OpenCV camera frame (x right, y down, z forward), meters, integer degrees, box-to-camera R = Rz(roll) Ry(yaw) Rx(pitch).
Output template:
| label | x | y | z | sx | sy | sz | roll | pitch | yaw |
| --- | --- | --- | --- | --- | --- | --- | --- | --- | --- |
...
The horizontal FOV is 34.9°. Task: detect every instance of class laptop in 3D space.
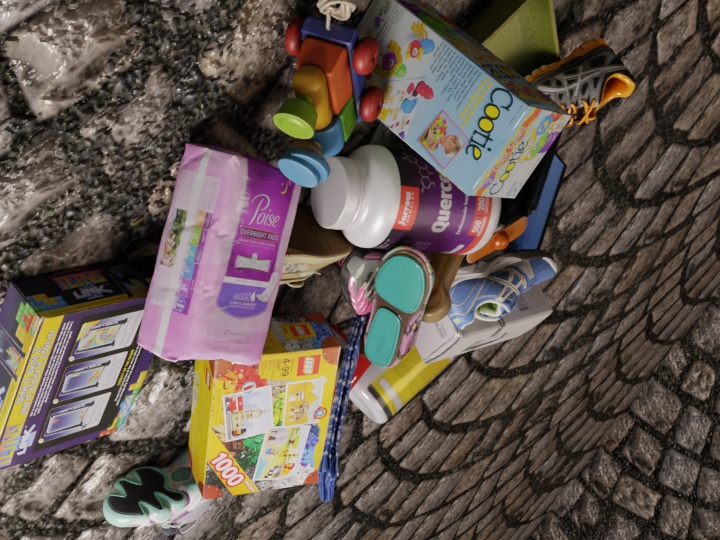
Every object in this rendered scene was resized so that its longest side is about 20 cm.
| label | x | y | z | sx | sy | sz | roll | pitch | yaw |
| --- | --- | --- | --- | --- | --- | --- | --- | --- | --- |
| laptop | 0.248 | -0.111 | 1.499 | 0.178 | 0.103 | 0.200 | -70 | -168 | -17 |

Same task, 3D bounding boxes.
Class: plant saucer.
| label | x | y | z | sx | sy | sz | roll | pitch | yaw |
| --- | --- | --- | --- | --- | --- | --- | --- | --- | --- |
| plant saucer | 0.140 | -0.221 | 1.312 | 0.200 | 0.048 | 0.200 | -44 | 155 | -5 |

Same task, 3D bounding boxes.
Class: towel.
| label | x | y | z | sx | sy | sz | roll | pitch | yaw |
| --- | --- | --- | --- | --- | --- | --- | --- | --- | --- |
| towel | -0.020 | 0.167 | 1.364 | 0.145 | 0.024 | 0.201 | 95 | 7 | -67 |

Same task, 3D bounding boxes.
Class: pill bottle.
| label | x | y | z | sx | sy | sz | roll | pitch | yaw |
| --- | --- | --- | --- | --- | --- | --- | --- | --- | --- |
| pill bottle | 0.050 | -0.078 | 1.265 | 0.199 | 0.113 | 0.113 | 3 | 129 | -33 |
| pill bottle | 0.064 | 0.112 | 1.614 | 0.200 | 0.112 | 0.112 | -41 | 155 | -11 |

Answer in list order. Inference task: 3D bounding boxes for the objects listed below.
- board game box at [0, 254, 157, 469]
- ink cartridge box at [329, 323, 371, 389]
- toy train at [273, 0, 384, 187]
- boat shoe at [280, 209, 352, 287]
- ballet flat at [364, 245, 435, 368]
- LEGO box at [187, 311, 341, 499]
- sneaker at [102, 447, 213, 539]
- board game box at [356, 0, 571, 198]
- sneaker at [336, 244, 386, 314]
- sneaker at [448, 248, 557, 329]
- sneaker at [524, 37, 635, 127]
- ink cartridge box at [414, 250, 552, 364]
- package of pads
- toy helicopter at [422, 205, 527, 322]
| label | x | y | z | sx | sy | sz | roll | pitch | yaw |
| --- | --- | --- | --- | --- | --- | --- | --- | --- | --- |
| board game box | -0.277 | 0.087 | 1.096 | 0.165 | 0.057 | 0.200 | -12 | 138 | -49 |
| ink cartridge box | -0.075 | 0.130 | 1.469 | 0.116 | 0.067 | 0.200 | -52 | 155 | 14 |
| toy train | -0.042 | -0.169 | 1.008 | 0.200 | 0.084 | 0.116 | 80 | 31 | -61 |
| boat shoe | -0.097 | -0.017 | 1.222 | 0.199 | 0.073 | 0.063 | -7 | 141 | -40 |
| ballet flat | 0.050 | 0.030 | 1.287 | 0.071 | 0.069 | 0.200 | -42 | 157 | -38 |
| LEGO box | -0.114 | 0.156 | 1.324 | 0.148 | 0.077 | 0.201 | -5 | 123 | -22 |
| sneaker | -0.249 | 0.304 | 1.441 | 0.200 | 0.078 | 0.140 | -17 | 142 | -47 |
| board game box | 0.086 | -0.171 | 1.117 | 0.103 | 0.200 | 0.105 | -2 | 131 | -57 |
| sneaker | 0.000 | 0.000 | 1.356 | 0.079 | 0.095 | 0.200 | -50 | 164 | 0 |
| sneaker | 0.175 | 0.024 | 1.465 | 0.199 | 0.077 | 0.076 | -14 | 163 | -33 |
| sneaker | 0.245 | -0.204 | 1.359 | 0.200 | 0.077 | 0.078 | -37 | 156 | -19 |
| ink cartridge box | 0.143 | 0.030 | 1.541 | 0.200 | 0.146 | 0.085 | -10 | 157 | -45 |
| package of pads | -0.129 | -0.012 | 1.076 | 0.120 | 0.075 | 0.201 | 10 | 94 | -58 |
| toy helicopter | 0.119 | -0.025 | 1.378 | 0.201 | 0.132 | 0.079 | -68 | 152 | -25 |
